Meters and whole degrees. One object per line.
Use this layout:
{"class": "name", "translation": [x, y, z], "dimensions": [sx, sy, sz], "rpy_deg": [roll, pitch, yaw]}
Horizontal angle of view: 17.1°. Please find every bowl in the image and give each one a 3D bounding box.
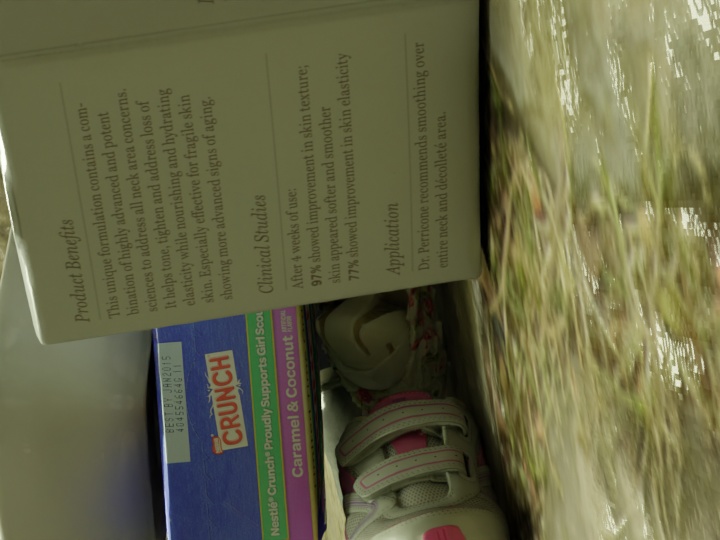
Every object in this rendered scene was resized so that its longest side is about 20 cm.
{"class": "bowl", "translation": [-0.136, 0.070, 1.211], "dimensions": [0.200, 0.074, 0.200], "rpy_deg": [-88, -1, -51]}

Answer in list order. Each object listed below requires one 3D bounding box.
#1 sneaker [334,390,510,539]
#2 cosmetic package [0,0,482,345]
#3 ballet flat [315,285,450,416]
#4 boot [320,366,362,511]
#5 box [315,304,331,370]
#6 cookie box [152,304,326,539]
{"class": "sneaker", "translation": [0.023, 0.103, 1.121], "dimensions": [0.200, 0.081, 0.089], "rpy_deg": [-163, 62, -83]}
{"class": "cosmetic package", "translation": [-0.059, -0.094, 1.032], "dimensions": [0.168, 0.199, 0.167], "rpy_deg": [88, 172, -46]}
{"class": "ballet flat", "translation": [0.000, 0.000, 1.197], "dimensions": [0.064, 0.075, 0.201], "rpy_deg": [-34, -57, -53]}
{"class": "boot", "translation": [0.020, 0.172, 1.320], "dimensions": [0.182, 0.072, 0.201], "rpy_deg": [65, -164, -53]}
{"class": "box", "translation": [-0.054, 0.017, 1.462], "dimensions": [0.200, 0.147, 0.105], "rpy_deg": [-117, 20, -70]}
{"class": "cookie box", "translation": [-0.058, 0.059, 1.200], "dimensions": [0.200, 0.075, 0.172], "rpy_deg": [24, -118, -89]}
